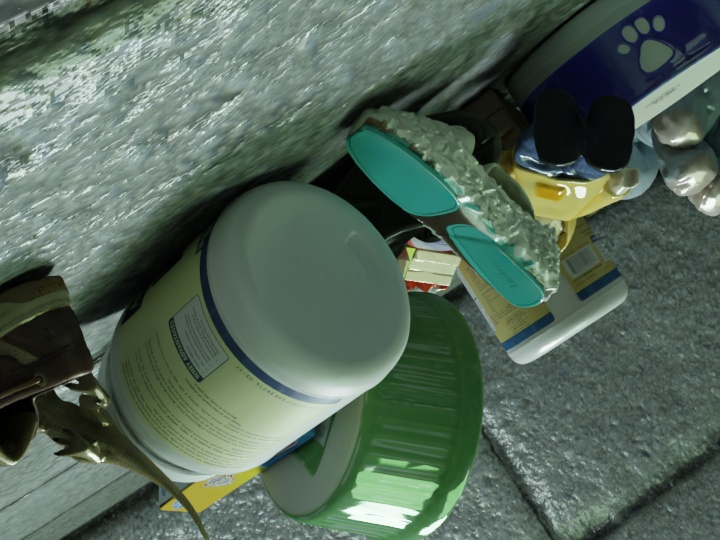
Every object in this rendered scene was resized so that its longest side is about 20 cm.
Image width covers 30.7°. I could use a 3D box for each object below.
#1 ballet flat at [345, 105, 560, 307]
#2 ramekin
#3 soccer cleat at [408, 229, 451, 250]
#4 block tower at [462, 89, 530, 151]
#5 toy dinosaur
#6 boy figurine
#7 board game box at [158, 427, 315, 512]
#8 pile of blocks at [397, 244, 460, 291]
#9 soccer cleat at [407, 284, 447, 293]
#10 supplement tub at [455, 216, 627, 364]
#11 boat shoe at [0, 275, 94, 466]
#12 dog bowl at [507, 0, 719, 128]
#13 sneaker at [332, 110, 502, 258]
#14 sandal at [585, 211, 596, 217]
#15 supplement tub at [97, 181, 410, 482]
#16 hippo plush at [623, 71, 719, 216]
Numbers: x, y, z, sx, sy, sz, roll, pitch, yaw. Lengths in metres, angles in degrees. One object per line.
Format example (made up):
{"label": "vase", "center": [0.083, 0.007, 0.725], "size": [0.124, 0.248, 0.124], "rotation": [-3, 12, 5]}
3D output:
{"label": "ballet flat", "center": [0.066, -0.053, 0.864], "size": [0.071, 0.200, 0.072], "rotation": [-30, -144, 25]}
{"label": "ramekin", "center": [-0.002, 0.108, 1.018], "size": [0.097, 0.202, 0.200], "rotation": [12, 148, -30]}
{"label": "soccer cleat", "center": [0.072, -0.048, 1.062], "size": [0.200, 0.072, 0.069], "rotation": [172, -68, -78]}
{"label": "block tower", "center": [0.130, -0.094, 1.096], "size": [0.058, 0.054, 0.200], "rotation": [-34, 163, 18]}
{"label": "toy dinosaur", "center": [-0.177, 0.107, 0.859], "size": [0.101, 0.198, 0.059], "rotation": [88, 27, -67]}
{"label": "boy figurine", "center": [0.137, -0.066, 0.967], "size": [0.123, 0.065, 0.200], "rotation": [7, 160, -3]}
{"label": "board game box", "center": [-0.107, 0.093, 1.063], "size": [0.040, 0.154, 0.200], "rotation": [11, 149, -30]}
{"label": "pile of blocks", "center": [0.000, 0.000, 1.140], "size": [0.199, 0.082, 0.063], "rotation": [-9, 129, -43]}
{"label": "soccer cleat", "center": [0.031, 0.006, 1.261], "size": [0.077, 0.070, 0.200], "rotation": [2, -158, 23]}
{"label": "supplement tub", "center": [0.169, -0.021, 1.363], "size": [0.144, 0.201, 0.145], "rotation": [-32, 174, -4]}
{"label": "boat shoe", "center": [-0.217, 0.081, 0.739], "size": [0.200, 0.072, 0.072], "rotation": [-37, 173, 30]}
{"label": "dog bowl", "center": [0.217, -0.167, 1.023], "size": [0.199, 0.079, 0.200], "rotation": [-32, 174, -4]}
{"label": "sneaker", "center": [0.023, -0.053, 0.961], "size": [0.199, 0.076, 0.114], "rotation": [-42, -178, 22]}
{"label": "sandal", "center": [0.216, -0.117, 1.285], "size": [0.069, 0.078, 0.211], "rotation": [-34, 154, 12]}
{"label": "supplement tub", "center": [-0.077, 0.048, 0.867], "size": [0.145, 0.146, 0.200], "rotation": [-27, 172, -46]}
{"label": "hippo plush", "center": [0.288, -0.146, 1.334], "size": [0.160, 0.202, 0.159], "rotation": [-9, -171, 35]}
